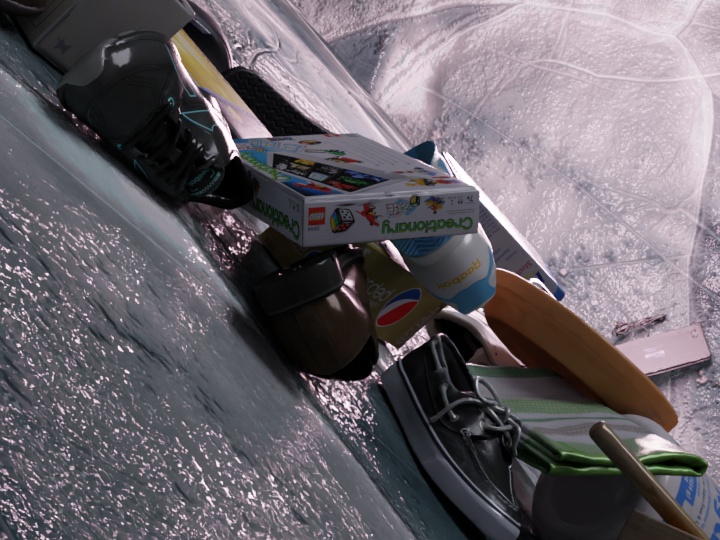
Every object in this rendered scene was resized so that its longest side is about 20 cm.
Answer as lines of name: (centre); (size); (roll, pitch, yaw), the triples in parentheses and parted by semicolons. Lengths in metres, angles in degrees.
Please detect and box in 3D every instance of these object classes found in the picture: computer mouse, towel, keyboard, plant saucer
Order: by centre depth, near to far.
towel: (0.146, 0.109, 1.320); (0.149, 0.031, 0.200); (3, 13, -31)
plant saucer: (0.175, 0.076, 1.458); (0.200, 0.037, 0.200); (40, -6, 5)
computer mouse: (-0.166, -0.235, 1.546); (0.200, 0.046, 0.140); (46, -9, -16)
keyboard: (0.542, 0.138, 3.267); (0.021, 0.200, 0.127); (70, 7, -60)

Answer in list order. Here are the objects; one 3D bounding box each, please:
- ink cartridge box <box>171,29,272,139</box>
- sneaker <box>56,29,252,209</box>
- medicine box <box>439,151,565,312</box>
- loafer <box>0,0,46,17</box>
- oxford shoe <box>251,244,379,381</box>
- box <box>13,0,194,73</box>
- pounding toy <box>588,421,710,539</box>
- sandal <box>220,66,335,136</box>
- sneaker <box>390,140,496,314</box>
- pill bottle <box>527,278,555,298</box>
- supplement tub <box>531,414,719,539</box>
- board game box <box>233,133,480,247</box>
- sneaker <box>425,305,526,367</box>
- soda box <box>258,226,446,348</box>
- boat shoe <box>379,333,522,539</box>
ink cartridge box: (-0.123, -0.136, 1.434); (0.198, 0.047, 0.200); (50, 10, 15)
sneaker: (-0.120, -0.091, 1.108); (0.079, 0.075, 0.200); (54, 9, 19)
medicine box: (0.146, -0.030, 2.222); (0.200, 0.103, 0.182); (46, 8, -16)
loafer: (-0.255, -0.237, 1.071); (0.200, 0.071, 0.073); (45, 8, -27)
oxford shoe: (-0.024, 0.032, 1.118); (0.200, 0.073, 0.084); (-51, 116, -81)
box: (-0.204, -0.220, 1.205); (0.078, 0.095, 0.200); (40, 13, -51)
pounding toy: (0.242, 0.227, 1.196); (0.200, 0.142, 0.184); (22, -12, 39)
sandal: (-0.058, -0.110, 1.587); (0.200, 0.075, 0.045); (44, -3, -18)
sneaker: (0.054, -0.035, 1.378); (0.081, 0.076, 0.200); (54, 10, -27)
pill bottle: (0.193, 0.116, 1.712); (0.200, 0.114, 0.114); (49, 7, 0)
supplement tub: (0.241, 0.219, 1.402); (0.200, 0.132, 0.132); (43, 9, -31)
board game box: (-0.019, -0.059, 1.208); (0.200, 0.126, 0.035); (-147, -124, -62)
sneaker: (0.125, 0.109, 1.560); (0.200, 0.074, 0.088); (46, 15, 27)
soda box: (0.000, 0.000, 1.376); (0.068, 0.064, 0.200); (51, 7, 24)
boat shoe: (0.077, 0.113, 1.227); (0.074, 0.068, 0.199); (44, 9, -29)
